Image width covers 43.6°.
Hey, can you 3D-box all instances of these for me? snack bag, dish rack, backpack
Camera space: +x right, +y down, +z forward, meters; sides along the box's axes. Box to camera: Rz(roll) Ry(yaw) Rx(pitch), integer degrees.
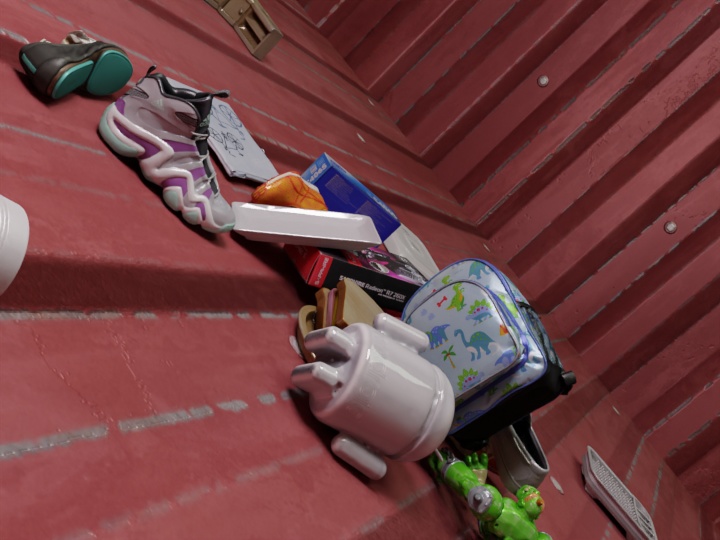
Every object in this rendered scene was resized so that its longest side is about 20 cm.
[{"bbox_3d":[-0.204,-0.203,1.385,0.201,0.021,0.188,53,15,16],"label":"snack bag"},{"bbox_3d":[0.510,0.459,1.801,0.201,0.043,0.172,50,15,1],"label":"dish rack"},{"bbox_3d":[0.139,0.091,1.136,0.146,0.181,0.203,36,25,-50],"label":"backpack"}]

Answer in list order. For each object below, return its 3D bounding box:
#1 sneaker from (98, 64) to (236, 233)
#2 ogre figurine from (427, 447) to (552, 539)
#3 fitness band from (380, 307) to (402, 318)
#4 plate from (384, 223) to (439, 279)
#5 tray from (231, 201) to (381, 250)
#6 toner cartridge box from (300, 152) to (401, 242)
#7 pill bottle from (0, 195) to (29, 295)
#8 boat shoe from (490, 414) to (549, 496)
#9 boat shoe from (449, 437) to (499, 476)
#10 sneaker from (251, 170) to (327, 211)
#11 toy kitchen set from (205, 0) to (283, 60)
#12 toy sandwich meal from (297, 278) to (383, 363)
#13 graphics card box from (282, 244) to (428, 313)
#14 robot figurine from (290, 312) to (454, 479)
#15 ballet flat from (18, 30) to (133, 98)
[{"bbox_3d":[-0.189,-0.148,1.040,0.200,0.140,0.078,43,14,-21],"label":"sneaker"},{"bbox_3d":[0.175,0.301,1.098,0.203,0.097,0.120,62,-7,-11],"label":"ogre figurine"},{"bbox_3d":[0.085,0.118,1.262,0.142,0.038,0.200,-26,62,-41],"label":"fitness band"},{"bbox_3d":[0.104,-0.043,1.889,0.199,0.032,0.202,36,19,-41],"label":"plate"},{"bbox_3d":[-0.075,-0.055,1.197,0.195,0.023,0.108,5,21,-11],"label":"tray"},{"bbox_3d":[-0.026,-0.106,1.528,0.199,0.095,0.043,37,16,-42],"label":"toner cartridge box"},{"bbox_3d":[-0.296,-0.045,0.521,0.199,0.104,0.105,32,21,-49],"label":"pill bottle"},{"bbox_3d":[0.206,0.207,1.224,0.071,0.069,0.202,24,34,-25],"label":"boat shoe"},{"bbox_3d":[0.165,0.235,1.275,0.200,0.071,0.063,46,26,-3],"label":"boat shoe"},{"bbox_3d":[-0.095,-0.097,1.347,0.078,0.072,0.199,63,20,16],"label":"sneaker"},{"bbox_3d":[-0.263,-0.626,2.013,0.182,0.163,0.199,55,16,27],"label":"toy kitchen set"},{"bbox_3d":[0.001,0.102,1.116,0.205,0.070,0.206,45,14,-15],"label":"toy sandwich meal"},{"bbox_3d":[0.000,0.000,1.255,0.197,0.052,0.126,19,15,-27],"label":"graphics card box"},{"bbox_3d":[0.022,0.134,0.976,0.198,0.173,0.112,30,-20,-23],"label":"robot figurine"},{"bbox_3d":[-0.325,-0.242,1.031,0.068,0.068,0.200,39,14,-2],"label":"ballet flat"}]
